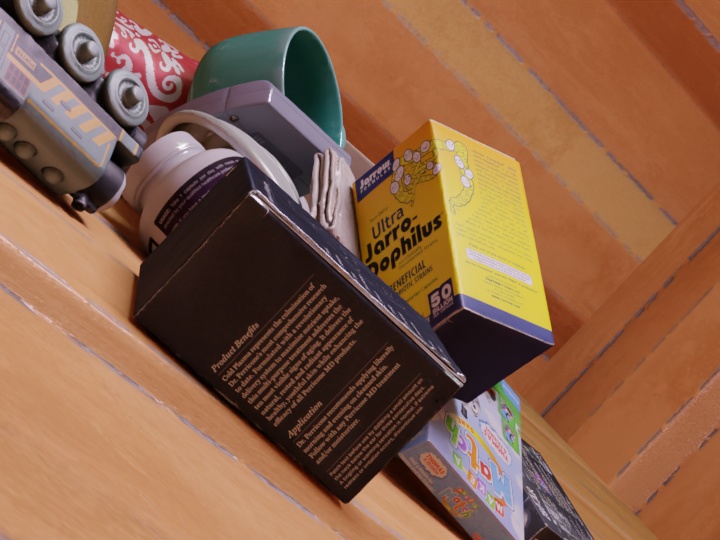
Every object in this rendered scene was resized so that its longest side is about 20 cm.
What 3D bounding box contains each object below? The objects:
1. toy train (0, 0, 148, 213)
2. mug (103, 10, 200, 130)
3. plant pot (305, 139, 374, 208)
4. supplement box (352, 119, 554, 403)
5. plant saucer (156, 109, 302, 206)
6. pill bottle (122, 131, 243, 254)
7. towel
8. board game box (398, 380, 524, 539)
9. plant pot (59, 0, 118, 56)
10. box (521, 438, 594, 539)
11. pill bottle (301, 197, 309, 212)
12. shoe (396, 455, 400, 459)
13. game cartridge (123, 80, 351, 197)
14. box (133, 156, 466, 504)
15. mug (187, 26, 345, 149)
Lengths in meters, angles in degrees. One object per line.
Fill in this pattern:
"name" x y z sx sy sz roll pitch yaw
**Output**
"toy train" -0.237 -0.129 1.395 0.200 0.085 0.114 48 45 -37
"mug" -0.277 -0.198 1.839 0.178 0.133 0.200 0 -28 48
"plant pot" -0.009 -0.018 2.063 0.200 0.177 0.200 40 4 -45
"supplement box" 0.076 -0.008 1.610 0.110 0.109 0.200 23 44 -35
"plant saucer" -0.101 -0.058 1.659 0.200 0.050 0.200 37 -35 32
"pill bottle" -0.101 -0.021 1.532 0.200 0.112 0.112 45 3 19
"towel" 0.000 0.000 1.677 0.133 0.034 0.200 -86 155 -54
"board game box" 0.090 0.137 1.660 0.151 0.037 0.200 50 26 -28
"plant pot" -0.273 -0.210 1.536 0.186 0.186 0.200 41 17 -38
"box" 0.170 0.232 1.907 0.160 0.044 0.200 40 14 -44
"pill bottle" -0.121 -0.064 1.910 0.200 0.109 0.109 46 4 38
"shoe" 0.064 0.144 1.765 0.200 0.071 0.091 32 16 -52
"game cartridge" -0.125 -0.100 1.726 0.133 0.200 0.040 39 42 -36
"box" -0.048 0.035 1.334 0.197 0.124 0.200 44 3 -10
"mug" -0.092 -0.140 1.819 0.152 0.114 0.185 -76 152 -44
